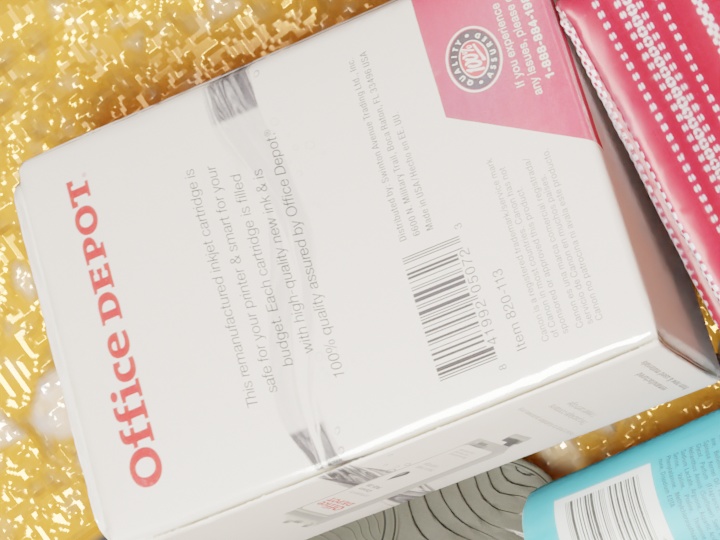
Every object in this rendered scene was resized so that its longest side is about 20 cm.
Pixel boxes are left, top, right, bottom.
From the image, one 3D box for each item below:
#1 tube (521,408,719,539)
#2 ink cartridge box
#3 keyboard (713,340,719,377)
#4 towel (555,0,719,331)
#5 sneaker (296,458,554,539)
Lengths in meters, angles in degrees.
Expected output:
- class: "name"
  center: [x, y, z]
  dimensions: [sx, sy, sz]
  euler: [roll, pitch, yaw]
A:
- class: "tube"
  center: [0.149, 0.065, 0.907]
  dimensions: [0.200, 0.050, 0.078]
  euler: [-23, 101, 29]
- class: "ink cartridge box"
  center: [0.000, 0.000, 0.928]
  dimensions: [0.200, 0.083, 0.147]
  euler: [-22, 70, 17]
- class: "keyboard"
  center: [0.208, 0.001, 0.921]
  dimensions: [0.200, 0.056, 0.011]
  euler: [-20, 95, 16]
- class: "towel"
  center: [0.181, -0.070, 0.889]
  dimensions: [0.200, 0.022, 0.145]
  euler: [-28, 92, -8]
- class: "sneaker"
  center: [-0.011, 0.143, 1.000]
  dimensions: [0.200, 0.106, 0.075]
  euler: [-34, 72, -11]
